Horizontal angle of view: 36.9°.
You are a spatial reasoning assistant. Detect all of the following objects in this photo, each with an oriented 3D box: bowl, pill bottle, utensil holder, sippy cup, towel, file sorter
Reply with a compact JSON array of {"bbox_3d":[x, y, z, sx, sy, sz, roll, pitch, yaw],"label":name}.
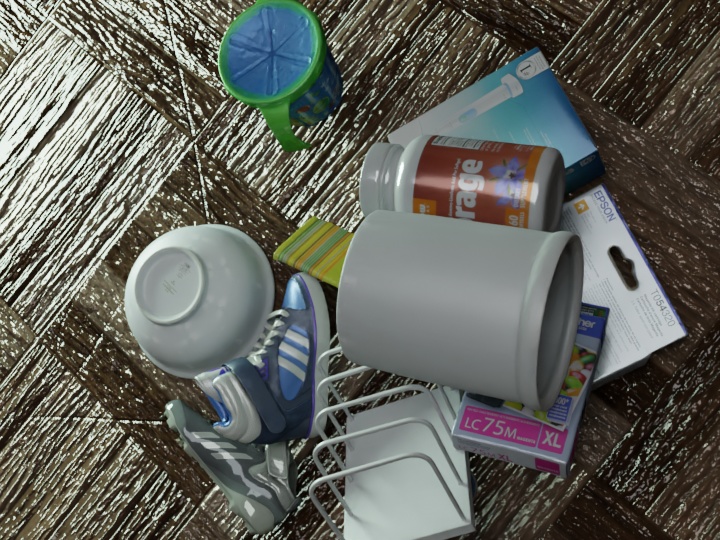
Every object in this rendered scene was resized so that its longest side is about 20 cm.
[{"bbox_3d":[-0.213,0.028,1.319,0.200,0.090,0.202,-5,75,19],"label":"bowl"},{"bbox_3d":[0.105,-0.082,1.129,0.199,0.112,0.113,8,79,21],"label":"pill bottle"},{"bbox_3d":[0.098,0.034,1.043,0.199,0.170,0.171,9,79,22],"label":"utensil holder"},{"bbox_3d":[-0.086,-0.242,1.322,0.139,0.130,0.178,27,86,25],"label":"sippy cup"},{"bbox_3d":[0.000,0.000,1.264,0.200,0.018,0.086,26,49,24],"label":"towel"},{"bbox_3d":[0.028,0.173,1.124,0.138,0.125,0.200,-19,35,14],"label":"file sorter"}]

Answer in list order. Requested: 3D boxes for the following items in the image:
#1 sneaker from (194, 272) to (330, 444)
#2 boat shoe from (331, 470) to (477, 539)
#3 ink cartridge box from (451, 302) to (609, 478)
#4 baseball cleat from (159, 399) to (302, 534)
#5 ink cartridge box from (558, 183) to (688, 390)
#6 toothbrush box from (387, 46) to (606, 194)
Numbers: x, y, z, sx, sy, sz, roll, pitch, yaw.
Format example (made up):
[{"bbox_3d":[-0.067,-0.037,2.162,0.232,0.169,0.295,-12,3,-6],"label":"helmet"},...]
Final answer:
[{"bbox_3d":[-0.115,0.098,1.234,0.146,0.081,0.201,2,78,-23],"label":"sneaker"},{"bbox_3d":[0.032,0.271,1.173,0.200,0.072,0.072,-39,66,6],"label":"boat shoe"},{"bbox_3d":[0.177,0.101,1.103,0.119,0.042,0.200,12,58,19],"label":"ink cartridge box"},{"bbox_3d":[-0.143,0.212,1.267,0.106,0.070,0.200,-39,70,-8],"label":"baseball cleat"},{"bbox_3d":[0.223,0.036,1.183,0.200,0.043,0.197,-27,68,8],"label":"ink cartridge box"},{"bbox_3d":[0.154,-0.132,1.229,0.200,0.085,0.147,-30,69,10],"label":"toothbrush box"}]
